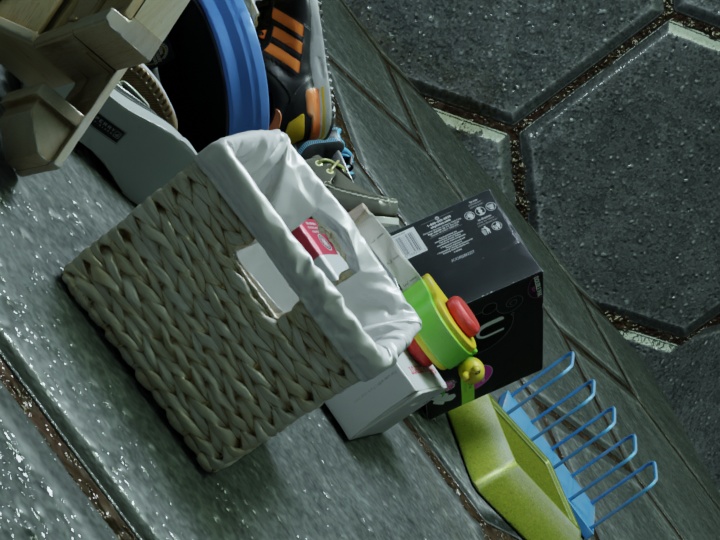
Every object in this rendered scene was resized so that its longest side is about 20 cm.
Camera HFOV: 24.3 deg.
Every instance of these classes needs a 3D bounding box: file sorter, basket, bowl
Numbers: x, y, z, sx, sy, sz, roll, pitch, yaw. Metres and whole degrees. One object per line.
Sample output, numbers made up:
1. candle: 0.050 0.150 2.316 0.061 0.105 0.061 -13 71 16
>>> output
1. file sorter: 0.288 0.225 2.206 0.200 0.123 0.139 54 12 -1
2. basket: -0.081 0.020 1.223 0.198 0.161 0.200 53 10 1
3. bowl: -0.146 -0.190 1.583 0.201 0.039 0.201 44 -38 49

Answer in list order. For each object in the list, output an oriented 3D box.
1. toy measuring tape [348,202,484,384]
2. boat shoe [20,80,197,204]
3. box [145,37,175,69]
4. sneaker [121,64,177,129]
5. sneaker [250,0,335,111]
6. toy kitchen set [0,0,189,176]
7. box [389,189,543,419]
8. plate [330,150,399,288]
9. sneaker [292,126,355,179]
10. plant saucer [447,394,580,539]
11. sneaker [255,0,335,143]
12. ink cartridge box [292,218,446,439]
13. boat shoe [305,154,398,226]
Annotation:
1. toy measuring tape: 0.052 0.027 1.547 0.200 0.074 0.074 53 11 -9
2. boat shoe: -0.202 -0.124 1.396 0.200 0.071 0.064 43 16 -36
3. box: -0.245 -0.305 1.564 0.200 0.049 0.161 62 -6 28
4. sneaker: -0.236 -0.195 1.475 0.200 0.070 0.109 45 16 -25
5. sneaker: -0.082 -0.225 1.790 0.200 0.080 0.147 -68 146 -80
6. toy kitchen set: -0.256 -0.185 1.186 0.180 0.163 0.200 40 -22 -27
7. box: 0.106 0.040 1.797 0.200 0.148 0.124 80 -16 -55
8. plate: 0.000 0.000 1.753 0.200 0.032 0.200 94 -25 -69
9. sneaker: -0.039 -0.092 1.856 0.200 0.082 0.073 66 8 -64
10. plant saucer: 0.183 0.235 1.940 0.200 0.048 0.200 47 13 -29
11. sneaker: -0.085 -0.223 1.653 0.070 0.090 0.201 169 -90 -72
12. ink cartridge box: -0.017 0.053 1.577 0.200 0.086 0.148 57 11 10
13. boat shoe: -0.051 -0.085 1.631 0.201 0.060 0.072 14 1 25
